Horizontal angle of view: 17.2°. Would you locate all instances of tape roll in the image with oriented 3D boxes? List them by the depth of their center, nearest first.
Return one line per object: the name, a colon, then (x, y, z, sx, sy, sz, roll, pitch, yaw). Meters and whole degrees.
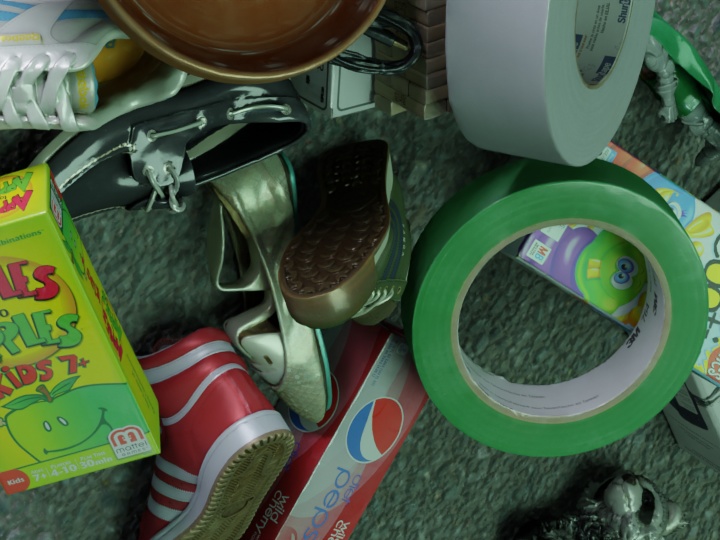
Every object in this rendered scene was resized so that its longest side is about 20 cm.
tape roll: (0.119, -0.167, 1.435, 0.200, 0.066, 0.201, -40, 135, -56)
tape roll: (0.127, 0.024, 1.563, 0.199, 0.048, 0.201, -4, 116, -7)

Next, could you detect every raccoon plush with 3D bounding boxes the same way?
raccoon plush: (0.169, 0.236, 1.867, 0.134, 0.097, 0.200, -28, 160, -43)

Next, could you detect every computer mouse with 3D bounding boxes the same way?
computer mouse: (-0.053, -0.171, 1.395, 0.199, 0.034, 0.059, 32, 77, -13)

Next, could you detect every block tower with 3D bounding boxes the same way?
block tower: (0.043, -0.188, 1.424, 0.054, 0.058, 0.201, -20, 124, -31)

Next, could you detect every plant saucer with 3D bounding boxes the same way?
plant saucer: (-0.072, -0.204, 1.354, 0.199, 0.032, 0.202, 3, 82, -22)

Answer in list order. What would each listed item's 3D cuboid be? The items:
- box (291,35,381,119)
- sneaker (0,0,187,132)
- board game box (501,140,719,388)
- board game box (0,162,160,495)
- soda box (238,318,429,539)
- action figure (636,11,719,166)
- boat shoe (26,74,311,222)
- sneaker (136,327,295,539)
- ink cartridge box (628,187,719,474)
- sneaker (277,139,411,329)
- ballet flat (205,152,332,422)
box: (0.045, -0.178, 1.513, 0.199, 0.060, 0.117, -18, 124, -34)
sneaker: (-0.192, -0.113, 1.329, 0.199, 0.081, 0.077, -18, 126, -31)
board game box: (0.193, -0.014, 1.652, 0.200, 0.105, 0.103, 31, 91, -21)
board game box: (-0.197, 0.038, 1.401, 0.101, 0.048, 0.201, -15, 130, 6)
soda box: (-0.025, 0.125, 1.622, 0.070, 0.063, 0.201, 25, 95, -46)
action figure: (0.216, -0.136, 1.672, 0.055, 0.118, 0.200, -42, 127, 2)
boat shoe: (-0.116, -0.069, 1.418, 0.199, 0.063, 0.073, -29, 158, -28)
sneaker: (-0.116, 0.118, 1.547, 0.071, 0.113, 0.200, -12, 151, -39)
ink cartridge box: (0.295, 0.049, 1.842, 0.145, 0.084, 0.200, -43, 135, -14)
sneaker: (0.000, 0.000, 1.492, 0.067, 0.200, 0.090, -10, 118, 14)
ballet flat: (-0.066, 0.014, 1.529, 0.062, 0.067, 0.201, -21, 116, -23)
